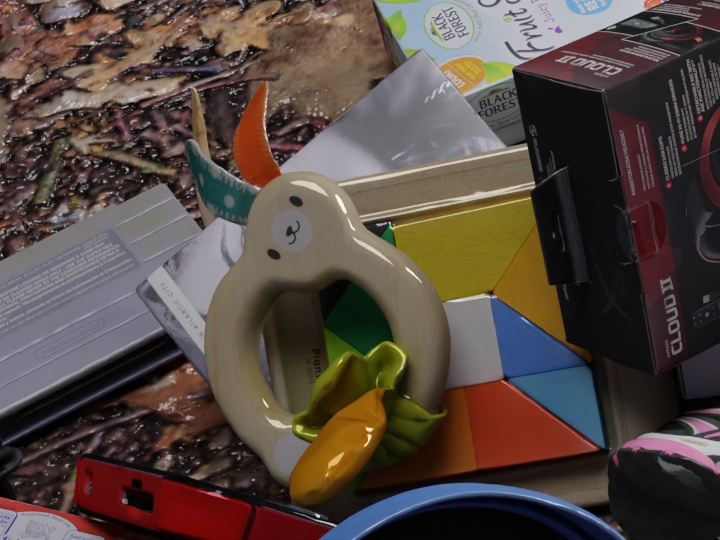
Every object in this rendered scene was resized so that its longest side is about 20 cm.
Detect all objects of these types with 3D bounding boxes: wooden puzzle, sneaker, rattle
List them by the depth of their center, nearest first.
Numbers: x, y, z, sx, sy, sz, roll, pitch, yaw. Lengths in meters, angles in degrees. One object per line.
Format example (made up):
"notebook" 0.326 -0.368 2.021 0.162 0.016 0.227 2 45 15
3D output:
"sneaker" 0.221 0.099 1.307 0.200 0.080 0.086 19 40 29
"rattle" -0.046 0.010 1.328 0.130 0.200 0.143 -17 0 35
"wooden puzzle" 0.052 0.035 1.387 0.199 0.037 0.185 -10 83 6

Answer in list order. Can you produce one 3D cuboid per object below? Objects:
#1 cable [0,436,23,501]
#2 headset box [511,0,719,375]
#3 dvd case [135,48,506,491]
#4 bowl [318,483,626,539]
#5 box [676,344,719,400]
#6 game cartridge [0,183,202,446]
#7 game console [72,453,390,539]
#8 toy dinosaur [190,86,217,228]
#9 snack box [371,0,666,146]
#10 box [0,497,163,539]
"cable" -0.229 0.147 1.354 0.051 0.163 0.200 19 48 18
"headset box" 0.167 -0.052 1.335 0.200 0.149 0.075 -26 25 -27
"dvd case" 0.000 0.000 1.440 0.200 0.016 0.149 -40 67 3
"bowl" 0.041 0.184 1.180 0.200 0.201 0.039 -26 19 -10
"box" 0.263 0.004 1.398 0.200 0.041 0.156 -8 24 14
"game cartridge" -0.172 0.032 1.569 0.200 0.038 0.130 -27 36 -11
"game console" -0.031 0.120 1.268 0.177 0.031 0.200 14 -4 -20
"toy dinosaur" -0.054 0.003 1.506 0.106 0.060 0.200 -47 61 -6
"snack box" 0.121 -0.152 1.659 0.200 0.053 0.142 -22 38 -4
"box" -0.116 0.186 1.302 0.200 0.096 0.100 10 50 26
